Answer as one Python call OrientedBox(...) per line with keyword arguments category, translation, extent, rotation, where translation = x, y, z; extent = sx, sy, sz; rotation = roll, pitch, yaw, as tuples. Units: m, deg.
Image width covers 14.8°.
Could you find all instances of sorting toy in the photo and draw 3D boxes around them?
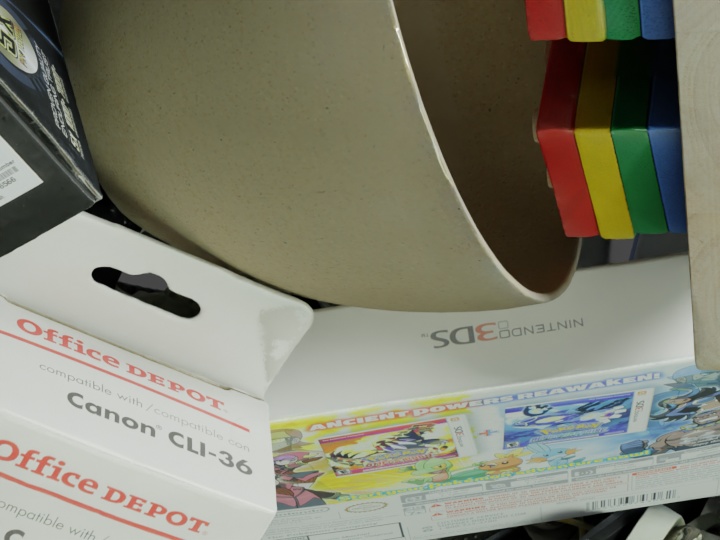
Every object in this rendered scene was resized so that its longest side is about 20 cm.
OrientedBox(category="sorting toy", translation=(0.095, -0.104, 0.911), extent=(0.070, 0.200, 0.199), rotation=(0, 127, 11))

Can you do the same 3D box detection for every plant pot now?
OrientedBox(category="plant pot", translation=(-0.021, -0.074, 0.924), extent=(0.134, 0.200, 0.200), rotation=(-13, 140, 18))

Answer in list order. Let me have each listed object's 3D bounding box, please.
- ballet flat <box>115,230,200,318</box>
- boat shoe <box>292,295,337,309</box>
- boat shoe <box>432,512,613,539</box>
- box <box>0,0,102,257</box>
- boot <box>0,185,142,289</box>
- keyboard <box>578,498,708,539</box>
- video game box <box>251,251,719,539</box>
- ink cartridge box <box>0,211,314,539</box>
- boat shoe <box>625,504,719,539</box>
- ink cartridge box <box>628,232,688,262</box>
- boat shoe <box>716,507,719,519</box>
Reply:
OrientedBox(category="ballet flat", translation=(-0.110, -0.001, 1.050), extent=(0.074, 0.074, 0.200), rotation=(-40, 135, 20))
OrientedBox(category="boat shoe", translation=(-0.003, 0.001, 1.077), extent=(0.074, 0.068, 0.199), rotation=(-7, 136, -13))
OrientedBox(category="boat shoe", translation=(0.070, 0.106, 1.216), extent=(0.201, 0.061, 0.072), rotation=(-28, 136, 9))
OrientedBox(category="box", translation=(-0.200, -0.052, 0.884), extent=(0.200, 0.164, 0.086), rotation=(-29, 136, 10))
OrientedBox(category="boot", translation=(-0.107, 0.046, 0.979), extent=(0.200, 0.076, 0.168), rotation=(15, 115, -23))
OrientedBox(category="keyboard", translation=(0.099, 0.140, 1.177), extent=(0.200, 0.021, 0.127), rotation=(-19, 136, -63))
OrientedBox(category="video game box", translation=(0.046, 0.054, 1.025), extent=(0.200, 0.047, 0.182), rotation=(-9, 161, 1))
OrientedBox(category="ink cartridge box", translation=(-0.105, 0.083, 0.911), extent=(0.116, 0.068, 0.200), rotation=(22, 118, -19))
OrientedBox(category="boat shoe", translation=(0.148, 0.144, 1.184), extent=(0.072, 0.060, 0.202), rotation=(-60, 162, -1))
OrientedBox(category="ink cartridge box", translation=(0.219, -0.003, 1.142), extent=(0.200, 0.086, 0.146), rotation=(-6, 136, -16))
OrientedBox(category="boat shoe", translation=(0.211, 0.108, 1.210), extent=(0.063, 0.071, 0.200), rotation=(-24, 175, -9))
